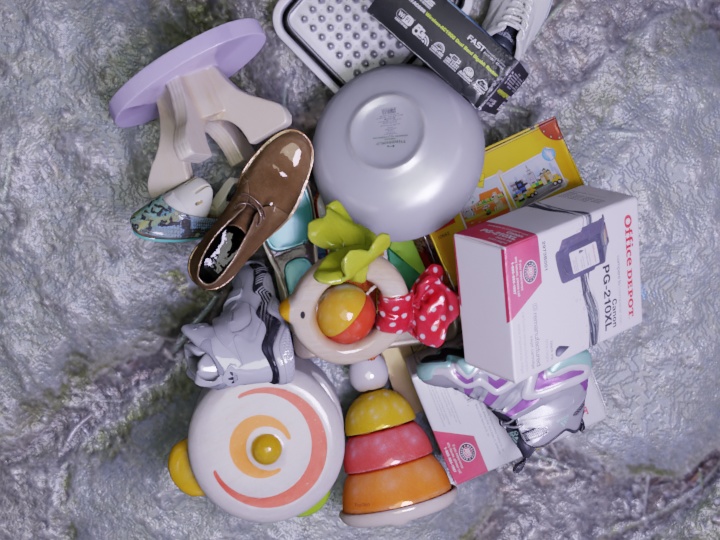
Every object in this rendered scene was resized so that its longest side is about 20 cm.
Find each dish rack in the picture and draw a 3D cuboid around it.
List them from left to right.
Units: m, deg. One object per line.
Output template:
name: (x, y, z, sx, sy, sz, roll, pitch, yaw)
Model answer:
dish rack: (0.014, -0.301, 1.232, 0.171, 0.044, 0.200, 43, 93, -9)

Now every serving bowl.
serving bowl: (0.035, -0.138, 1.160, 0.196, 0.066, 0.204, -4, 73, 12)

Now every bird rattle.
bird rattle: (0.004, 0.029, 1.136, 0.163, 0.113, 0.200, -40, 127, 13)

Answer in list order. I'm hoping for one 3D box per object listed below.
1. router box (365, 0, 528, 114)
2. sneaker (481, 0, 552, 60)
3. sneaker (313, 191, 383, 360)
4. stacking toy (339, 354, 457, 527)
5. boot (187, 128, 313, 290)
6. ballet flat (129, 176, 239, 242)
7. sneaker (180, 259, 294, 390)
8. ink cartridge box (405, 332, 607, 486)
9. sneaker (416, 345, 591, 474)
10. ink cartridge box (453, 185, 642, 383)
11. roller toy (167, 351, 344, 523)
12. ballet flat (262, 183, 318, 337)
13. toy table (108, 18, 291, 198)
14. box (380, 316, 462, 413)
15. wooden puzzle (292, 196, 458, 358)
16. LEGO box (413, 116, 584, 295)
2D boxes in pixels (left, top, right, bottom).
router box: (0.097, -0.234, 1.108, 0.150, 0.200, 0.062, 42, 103, 4)
sneaker: (0.176, -0.280, 1.231, 0.072, 0.071, 0.203, 22, 96, -6)
sneaker: (0.000, 0.000, 1.206, 0.076, 0.073, 0.204, -11, 87, -3)
stacking toy: (0.029, 0.192, 1.267, 0.143, 0.146, 0.204, -11, 87, -2)
boot: (-0.111, -0.063, 1.136, 0.073, 0.075, 0.202, 35, 85, -8)
ballet flat: (-0.167, -0.074, 1.196, 0.198, 0.073, 0.076, -6, 102, -47)
sneaker: (-0.146, 0.059, 1.192, 0.113, 0.201, 0.076, -10, 126, -13)
ink cartridge box: (0.170, 0.138, 1.261, 0.197, 0.083, 0.147, -23, 101, 1)
sneaker: (0.160, 0.156, 1.181, 0.196, 0.078, 0.143, -1, 99, -3)
ink cartridge box: (0.201, 0.009, 1.122, 0.198, 0.084, 0.148, -20, 112, -32)
roller toy: (-0.110, 0.190, 1.243, 0.197, 0.140, 0.186, 19, 96, -5)
ballet flat: (-0.078, -0.022, 1.214, 0.068, 0.069, 0.204, -9, 94, -2)
toy table: (-0.174, -0.174, 1.178, 0.198, 0.183, 0.119, -29, 85, 27)
box: (0.115, 0.067, 1.300, 0.197, 0.021, 0.166, -21, 98, -1)
wooden puzzle: (0.009, 0.000, 1.259, 0.196, 0.037, 0.189, -7, 86, -1)
LEGO box: (0.160, -0.064, 1.230, 0.197, 0.077, 0.151, -24, 89, -10)
